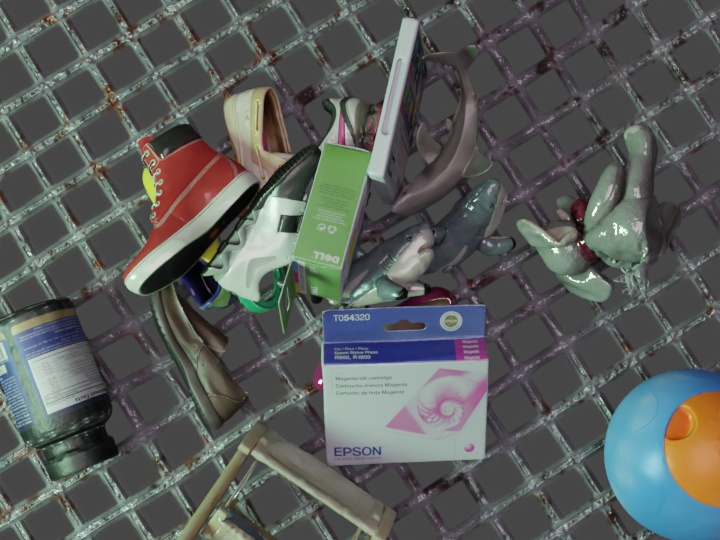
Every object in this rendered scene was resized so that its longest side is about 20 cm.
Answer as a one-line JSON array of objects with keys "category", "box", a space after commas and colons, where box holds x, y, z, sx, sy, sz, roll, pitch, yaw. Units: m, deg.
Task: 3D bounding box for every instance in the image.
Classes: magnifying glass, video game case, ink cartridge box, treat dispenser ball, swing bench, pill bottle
[{"category": "magnifying glass", "box": [-0.131, -0.047, 1.503, 0.022, 0.080, 0.200, -20, 74, 38]}, {"category": "video game case", "box": [0.046, -0.180, 1.441, 0.023, 0.200, 0.182, 12, 85, 8]}, {"category": "ink cartridge box", "box": [0.053, 0.139, 1.459, 0.196, 0.043, 0.200, -3, 118, -1]}, {"category": "treat dispenser ball", "box": [0.386, 0.215, 1.427, 0.201, 0.201, 0.201, 0, 87, -1]}, {"category": "swing bench", "box": [-0.085, 0.300, 1.420, 0.199, 0.130, 0.200, 33, 66, 1]}, {"category": "ink cartridge box", "box": [-0.037, -0.031, 1.381, 0.059, 0.104, 0.200, 13, 69, 4]}, {"category": "pill bottle", "box": [-0.363, 0.142, 1.457, 0.112, 0.112, 0.200, -21, 88, -3]}]

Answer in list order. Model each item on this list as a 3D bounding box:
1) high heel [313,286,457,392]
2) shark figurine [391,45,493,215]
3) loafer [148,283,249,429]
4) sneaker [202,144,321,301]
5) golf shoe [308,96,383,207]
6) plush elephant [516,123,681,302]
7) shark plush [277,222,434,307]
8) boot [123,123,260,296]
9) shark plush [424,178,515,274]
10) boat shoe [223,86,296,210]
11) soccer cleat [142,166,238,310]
[{"category": "high heel", "box": [0.026, 0.082, 1.478, 0.200, 0.096, 0.067, -38, 88, -3]}, {"category": "shark figurine", "box": [0.125, -0.158, 1.460, 0.128, 0.089, 0.215, 5, 107, -41]}, {"category": "loafer", "box": [-0.197, 0.092, 1.492, 0.071, 0.073, 0.200, -26, 93, -13]}, {"category": "sneaker", "box": [-0.092, -0.053, 1.435, 0.088, 0.074, 0.200, 35, 97, -11]}, {"category": "golf shoe", "box": [-0.029, -0.114, 1.503, 0.092, 0.073, 0.200, 14, 82, 5]}, {"category": "plush elephant", "box": [0.282, -0.048, 1.476, 0.155, 0.165, 0.200, -2, 51, 31]}, {"category": "shark plush", "box": [0.000, 0.000, 1.457, 0.200, 0.091, 0.083, -11, 89, 35]}, {"category": "boot", "box": [-0.235, -0.076, 1.433, 0.144, 0.072, 0.200, 38, 70, 10]}, {"category": "shark plush", "box": [0.090, -0.043, 1.488, 0.200, 0.083, 0.091, -24, 68, 11]}, {"category": "boat shoe", "box": [-0.107, -0.129, 1.490, 0.069, 0.074, 0.200, -20, 86, 30]}, {"category": "soccer cleat", "box": [-0.210, -0.043, 1.481, 0.065, 0.084, 0.200, -30, 89, 34]}]
